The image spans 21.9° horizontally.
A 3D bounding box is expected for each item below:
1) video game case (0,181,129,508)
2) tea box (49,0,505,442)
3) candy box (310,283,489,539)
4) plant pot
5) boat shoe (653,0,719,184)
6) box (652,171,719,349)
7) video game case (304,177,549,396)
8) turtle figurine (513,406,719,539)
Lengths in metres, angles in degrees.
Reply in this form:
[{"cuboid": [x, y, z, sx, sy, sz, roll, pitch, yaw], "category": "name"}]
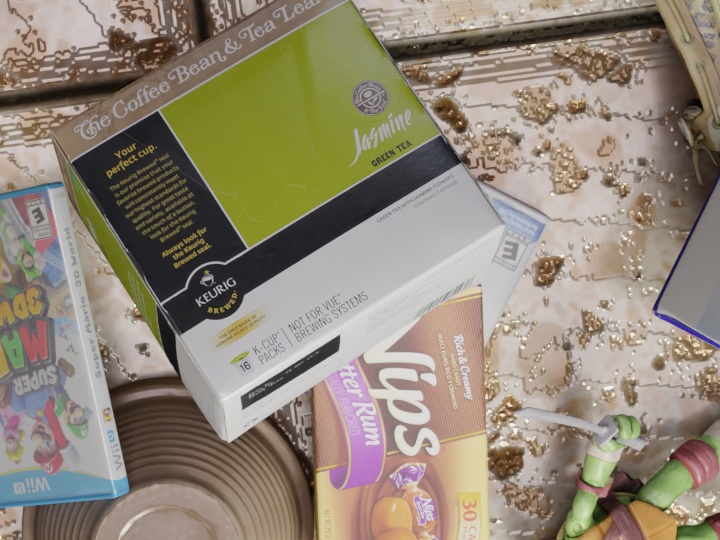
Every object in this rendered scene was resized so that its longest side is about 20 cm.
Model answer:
[{"cuboid": [-0.227, 0.053, 1.203, 0.142, 0.018, 0.201, -9, 95, 32], "category": "video game case"}, {"cuboid": [-0.052, -0.037, 1.139, 0.199, 0.134, 0.197, -31, 79, -11], "category": "tea box"}, {"cuboid": [0.025, 0.107, 1.235, 0.116, 0.056, 0.201, -2, 98, -3], "category": "candy box"}, {"cuboid": [-0.128, 0.177, 1.235, 0.200, 0.093, 0.202, 0, 96, -4], "category": "plant pot"}, {"cuboid": [0.230, -0.130, 1.241, 0.062, 0.073, 0.201, -13, 94, 5], "category": "boat shoe"}, {"cuboid": [0.319, -0.010, 1.203, 0.199, 0.105, 0.185, 23, 95, -38], "category": "box"}, {"cuboid": [0.000, 0.000, 1.258, 0.199, 0.022, 0.183, 27, 94, -8], "category": "video game case"}, {"cuboid": [0.206, 0.165, 1.222, 0.193, 0.144, 0.201, -23, 142, -19], "category": "turtle figurine"}]
